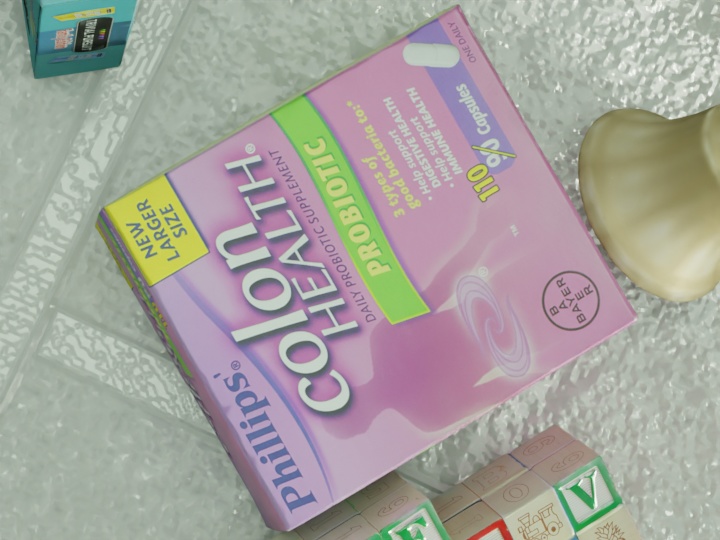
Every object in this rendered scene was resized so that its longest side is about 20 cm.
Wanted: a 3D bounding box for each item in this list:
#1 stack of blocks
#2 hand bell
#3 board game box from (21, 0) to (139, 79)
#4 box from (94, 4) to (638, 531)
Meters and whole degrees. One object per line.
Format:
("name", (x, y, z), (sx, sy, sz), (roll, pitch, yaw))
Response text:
("stack of blocks", (0.035, 0.156, 1.199), (0.199, 0.059, 0.116), (-30, 110, -10))
("hand bell", (0.207, -0.067, 1.175), (0.104, 0.200, 0.105), (18, 59, -33))
("board game box", (-0.139, -0.181, 1.146), (0.047, 0.200, 0.152), (-9, 87, -8))
("box", (0.000, 0.000, 1.204), (0.199, 0.097, 0.177), (-30, 90, -9))
